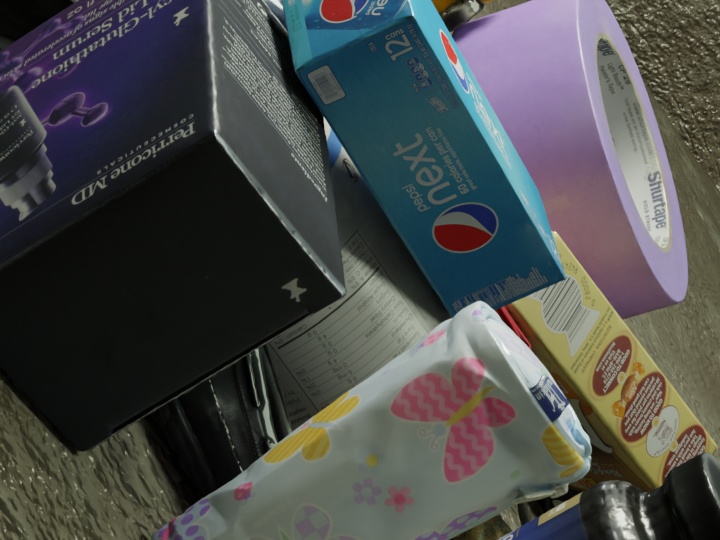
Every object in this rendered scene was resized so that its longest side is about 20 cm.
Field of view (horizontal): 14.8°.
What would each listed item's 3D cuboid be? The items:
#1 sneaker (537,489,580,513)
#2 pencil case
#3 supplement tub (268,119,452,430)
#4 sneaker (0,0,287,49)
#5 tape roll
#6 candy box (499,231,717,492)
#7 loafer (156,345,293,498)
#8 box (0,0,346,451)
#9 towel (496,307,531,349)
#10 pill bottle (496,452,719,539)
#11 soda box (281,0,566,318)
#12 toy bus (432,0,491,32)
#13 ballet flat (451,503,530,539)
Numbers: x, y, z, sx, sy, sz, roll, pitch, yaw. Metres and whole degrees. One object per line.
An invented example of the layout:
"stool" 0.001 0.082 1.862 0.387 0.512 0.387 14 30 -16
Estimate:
"sneaker" 0.127 0.117 1.923 0.083 0.071 0.200 22 35 -60
"pencil case" 0.005 0.101 1.233 0.091 0.199 0.083 53 8 -18
"supplement tub" -0.025 0.020 1.433 0.201 0.131 0.132 54 14 -20
"sneaker" -0.114 -0.117 1.383 0.198 0.070 0.082 12 39 -5
"tape roll" 0.127 -0.065 1.674 0.200 0.084 0.201 -17 90 -73
"candy box" 0.107 0.053 1.589 0.115 0.055 0.200 12 -31 48
"loafer" -0.032 0.117 1.321 0.202 0.070 0.068 63 5 9
"box" -0.098 -0.041 1.262 0.104 0.147 0.200 51 15 -30
"towel" 0.000 0.000 1.545 0.145 0.022 0.200 56 -29 -15
"pill bottle" 0.116 0.180 1.454 0.112 0.199 0.112 53 15 -21
"soda box" 0.032 -0.065 1.360 0.068 0.064 0.200 -103 166 -45
"toy bus" -0.006 -0.143 1.686 0.065 0.199 0.078 54 15 -6
"ballet flat" 0.055 0.116 1.647 0.201 0.070 0.071 64 14 17
